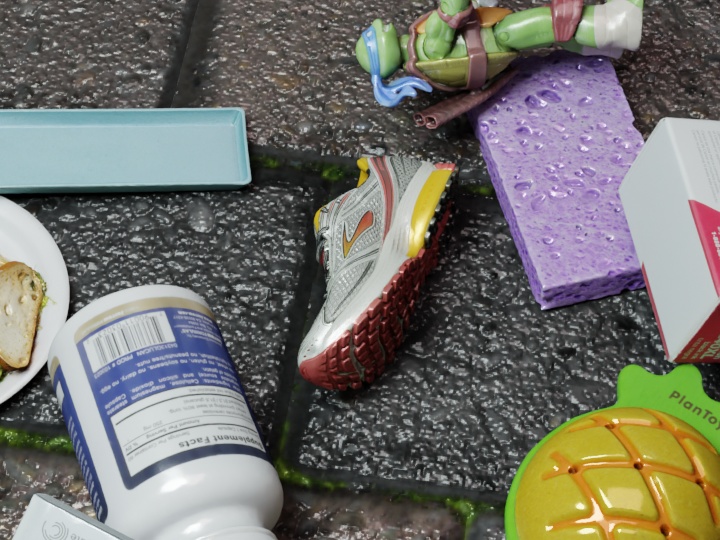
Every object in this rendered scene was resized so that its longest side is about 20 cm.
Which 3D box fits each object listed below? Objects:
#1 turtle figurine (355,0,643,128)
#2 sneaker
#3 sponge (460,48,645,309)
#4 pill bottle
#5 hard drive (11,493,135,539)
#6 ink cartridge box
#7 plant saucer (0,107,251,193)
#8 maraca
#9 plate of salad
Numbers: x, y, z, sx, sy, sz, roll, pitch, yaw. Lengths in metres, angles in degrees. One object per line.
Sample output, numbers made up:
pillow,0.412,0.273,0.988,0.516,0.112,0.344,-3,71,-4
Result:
turtle figurine,0.094,-0.205,1.320,0.193,0.144,0.200,1,58,-4
sneaker,0.000,0.000,1.258,0.082,0.078,0.200,15,47,14
sponge,0.149,-0.070,1.329,0.111,0.030,0.200,-12,56,-9
pill bottle,-0.112,0.117,1.145,0.111,0.111,0.200,-17,57,-12
hard drive,-0.168,0.243,1.051,0.132,0.027,0.200,24,86,15
ink cartridge box,0.289,-0.017,1.237,0.200,0.083,0.145,2,54,-19
plant saucer,-0.179,-0.082,1.328,0.199,0.019,0.070,-1,55,-10
maraca,0.171,0.132,1.144,0.137,0.107,0.200,33,55,17
plate of salad,-0.294,0.016,1.249,0.200,0.048,0.200,0,56,-1
